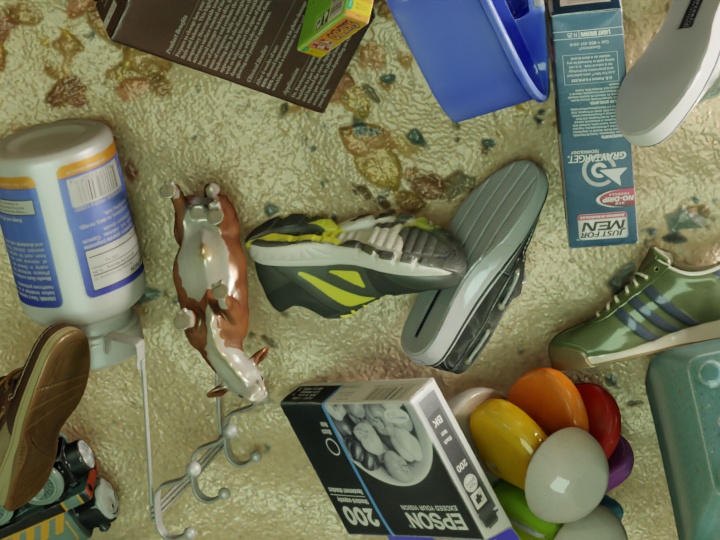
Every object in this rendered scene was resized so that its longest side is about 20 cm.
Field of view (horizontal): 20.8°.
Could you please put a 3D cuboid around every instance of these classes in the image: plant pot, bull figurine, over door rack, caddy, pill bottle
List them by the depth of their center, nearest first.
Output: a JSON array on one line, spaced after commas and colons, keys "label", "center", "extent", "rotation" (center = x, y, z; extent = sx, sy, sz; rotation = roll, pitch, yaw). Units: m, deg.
[{"label": "caddy", "center": [0.091, -0.218, 1.569], "extent": [0.105, 0.141, 0.200], "rotation": [-20, 119, 17]}, {"label": "plant pot", "center": [0.342, 0.135, 1.621], "extent": [0.196, 0.200, 0.196], "rotation": [-12, 72, 9]}, {"label": "bull figurine", "center": [-0.125, 0.016, 1.660], "extent": [0.065, 0.121, 0.200], "rotation": [-14, 72, 2]}, {"label": "pill bottle", "center": [-0.247, -0.020, 1.692], "extent": [0.112, 0.112, 0.200], "rotation": [-8, 111, 7]}, {"label": "over door rack", "center": [-0.143, 0.116, 1.713], "extent": [0.067, 0.148, 0.200], "rotation": [-2, 113, 26]}]

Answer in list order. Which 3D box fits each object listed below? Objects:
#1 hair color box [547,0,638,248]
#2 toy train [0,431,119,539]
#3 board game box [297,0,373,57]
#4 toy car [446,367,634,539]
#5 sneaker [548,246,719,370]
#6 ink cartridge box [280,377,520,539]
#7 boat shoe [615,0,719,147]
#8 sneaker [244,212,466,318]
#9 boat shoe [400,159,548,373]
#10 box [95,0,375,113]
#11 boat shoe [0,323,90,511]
[{"label": "hair color box", "center": [0.192, -0.129, 1.622], "extent": [0.060, 0.100, 0.200], "rotation": [-5, 111, 7]}, {"label": "toy train", "center": [-0.321, 0.224, 1.814], "extent": [0.200, 0.085, 0.114], "rotation": [-25, 120, 11]}, {"label": "board game box", "center": [-0.003, -0.273, 1.537], "extent": [0.030, 0.096, 0.200], "rotation": [15, 74, -21]}, {"label": "toy car", "center": [0.172, 0.174, 1.724], "extent": [0.150, 0.175, 0.200], "rotation": [-37, 127, -26]}, {"label": "sneaker", "center": [0.254, 0.023, 1.702], "extent": [0.200, 0.067, 0.090], "rotation": [-13, 97, 12]}, {"label": "ink cartridge box", "center": [0.038, 0.187, 1.722], "extent": [0.198, 0.043, 0.200], "rotation": [-7, 117, 54]}, {"label": "boat shoe", "center": [0.270, -0.168, 1.566], "extent": [0.074, 0.200, 0.065], "rotation": [6, 146, 47]}, {"label": "sneaker", "center": [0.000, 0.000, 1.699], "extent": [0.200, 0.074, 0.085], "rotation": [6, 125, 24]}, {"label": "boat shoe", "center": [0.108, -0.002, 1.699], "extent": [0.071, 0.072, 0.200], "rotation": [24, 102, -40]}, {"label": "box", "center": [-0.101, -0.210, 1.591], "extent": [0.200, 0.075, 0.100], "rotation": [17, 114, -30]}, {"label": "boat shoe", "center": [-0.291, 0.116, 1.690], "extent": [0.072, 0.072, 0.200], "rotation": [38, 130, 21]}]
